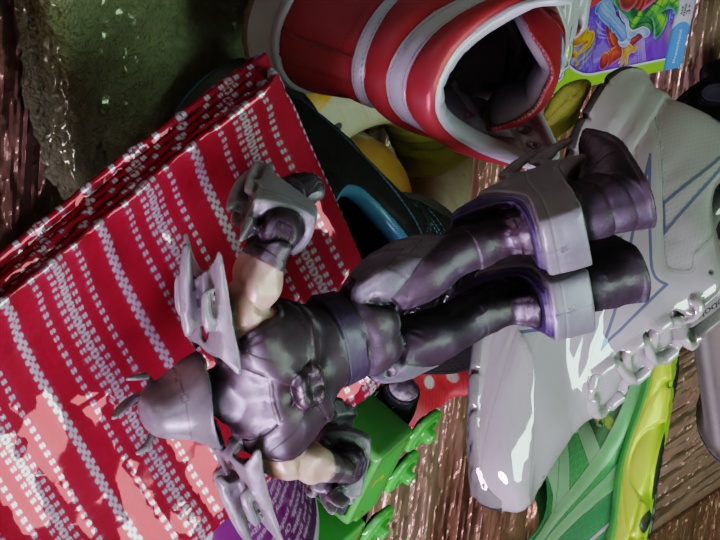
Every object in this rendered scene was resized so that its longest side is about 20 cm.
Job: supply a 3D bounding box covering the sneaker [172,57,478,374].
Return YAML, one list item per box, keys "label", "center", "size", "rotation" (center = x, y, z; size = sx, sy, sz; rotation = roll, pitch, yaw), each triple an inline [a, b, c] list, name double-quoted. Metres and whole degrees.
- label: "sneaker"
  center: [0.000, 0.000, 1.129]
  size: [0.073, 0.082, 0.200]
  rotation: [-45, 137, 7]

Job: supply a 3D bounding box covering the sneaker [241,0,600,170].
- label: "sneaker"
  center: [0.064, -0.096, 1.086]
  size: [0.200, 0.112, 0.072]
  rotation: [-24, 126, -39]

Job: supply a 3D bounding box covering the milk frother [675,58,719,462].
- label: "milk frother"
  center: [0.260, -0.020, 1.458]
  size: [0.181, 0.199, 0.189]
  rotation: [-78, 161, -47]

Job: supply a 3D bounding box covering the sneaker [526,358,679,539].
- label: "sneaker"
  center: [0.112, 0.069, 1.439]
  size: [0.074, 0.083, 0.201]
  rotation: [77, 24, -70]

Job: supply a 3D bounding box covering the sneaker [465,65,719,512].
- label: "sneaker"
  center: [0.101, 0.011, 1.161]
  size: [0.200, 0.087, 0.075]
  rotation: [-62, 166, -21]

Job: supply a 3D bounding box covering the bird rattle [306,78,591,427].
- label: "bird rattle"
  center: [0.002, -0.024, 1.231]
  size: [0.163, 0.113, 0.201]
  rotation: [-2, 124, -44]

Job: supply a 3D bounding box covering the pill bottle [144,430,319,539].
- label: "pill bottle"
  center: [-0.079, 0.084, 1.126]
  size: [0.112, 0.112, 0.200]
  rotation: [-52, 145, -22]

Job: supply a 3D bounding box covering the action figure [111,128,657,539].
- label: "action figure"
  center: [0.005, 0.018, 1.003]
  size: [0.199, 0.069, 0.131]
  rotation: [-21, 129, -19]

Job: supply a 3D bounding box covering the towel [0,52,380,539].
- label: "towel"
  center: [-0.076, 0.038, 0.996]
  size: [0.200, 0.022, 0.145]
  rotation: [-40, 126, -24]

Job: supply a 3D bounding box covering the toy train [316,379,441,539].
- label: "toy train"
  center: [-0.017, 0.115, 1.247]
  size: [0.056, 0.042, 0.200]
  rotation: [-40, 163, -40]

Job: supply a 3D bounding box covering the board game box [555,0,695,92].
- label: "board game box"
  center: [0.114, -0.185, 1.309]
  size: [0.134, 0.045, 0.201]
  rotation: [-16, 122, -52]

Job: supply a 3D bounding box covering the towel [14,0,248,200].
- label: "towel"
  center: [-0.075, -0.134, 1.068]
  size: [0.148, 0.036, 0.201]
  rotation: [-38, 139, -37]
